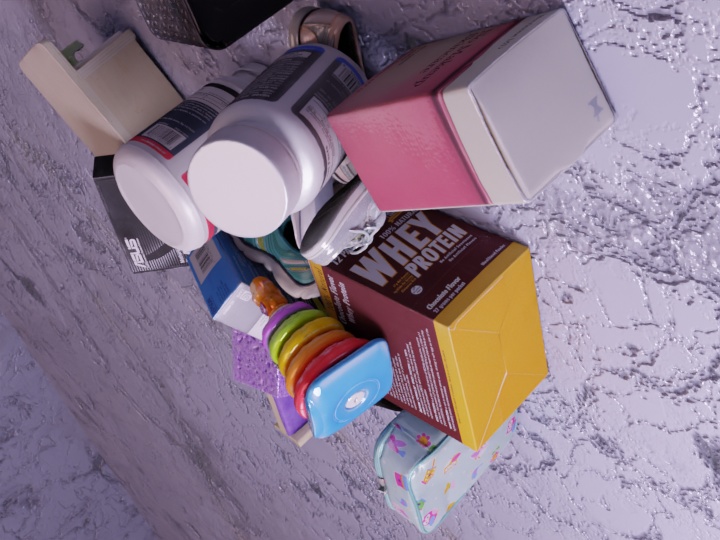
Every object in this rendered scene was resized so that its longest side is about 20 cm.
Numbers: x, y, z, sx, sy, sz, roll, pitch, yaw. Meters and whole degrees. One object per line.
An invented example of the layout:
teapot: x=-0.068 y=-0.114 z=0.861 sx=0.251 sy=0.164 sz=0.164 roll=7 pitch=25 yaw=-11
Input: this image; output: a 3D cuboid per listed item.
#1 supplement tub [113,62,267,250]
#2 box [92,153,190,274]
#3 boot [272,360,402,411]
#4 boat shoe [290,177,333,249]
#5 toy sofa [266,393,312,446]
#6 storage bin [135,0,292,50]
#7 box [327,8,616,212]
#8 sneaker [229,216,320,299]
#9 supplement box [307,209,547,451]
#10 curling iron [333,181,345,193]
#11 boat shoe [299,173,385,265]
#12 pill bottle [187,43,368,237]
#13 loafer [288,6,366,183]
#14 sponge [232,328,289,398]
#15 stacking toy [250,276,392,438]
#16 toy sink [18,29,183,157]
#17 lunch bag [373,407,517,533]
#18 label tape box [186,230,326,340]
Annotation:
supplement tub: x=-0.165 y=-0.130 z=1.200 sx=0.140 sy=0.200 sz=0.141 roll=36 pitch=152 yaw=23
box: x=-0.233 y=-0.082 z=1.404 sx=0.200 sy=0.193 sz=0.048 roll=83 pitch=178 yaw=-52
boot: x=-0.006 y=0.128 z=1.385 sx=0.154 sy=0.203 sz=0.074 roll=-153 pitch=66 yaw=-63
boat shoe: x=-0.070 y=-0.106 z=1.132 sx=0.065 sy=0.201 sz=0.074 roll=-9 pitch=163 yaw=15
toy sofa: x=-0.098 y=0.188 z=1.669 sx=0.097 sy=0.083 sz=0.200 roll=29 pitch=148 yaw=35
storage bin: x=-0.156 y=-0.324 z=0.994 sx=0.094 sy=0.135 sz=0.200 roll=19 pitch=142 yaw=44
box: x=0.089 y=-0.130 z=0.898 sx=0.200 sy=0.128 sz=0.109 roll=0 pitch=126 yaw=56
sneaker: x=-0.095 y=-0.045 z=1.307 sx=0.200 sy=0.077 sz=0.080 roll=37 pitch=133 yaw=38
supplement box: x=0.077 y=0.051 z=1.158 sx=0.200 sy=0.133 sz=0.198 roll=25 pitch=146 yaw=38
curling iron: x=-0.065 y=-0.091 z=1.299 sx=0.050 sy=0.026 sz=0.200 roll=54 pitch=153 yaw=-18
boat shoe: x=0.017 y=-0.066 z=1.016 sx=0.065 sy=0.202 sz=0.074 roll=48 pitch=138 yaw=-7
pill bottle: x=-0.071 y=-0.120 z=0.971 sx=0.113 sy=0.200 sz=0.114 roll=12 pitch=126 yaw=17
loafer: x=-0.017 y=-0.170 z=1.077 sx=0.063 sy=0.072 sz=0.200 roll=14 pitch=135 yaw=38
sponge: x=-0.146 y=0.079 z=1.550 sx=0.111 sy=0.030 sz=0.201 roll=16 pitch=111 yaw=45
stacking toy: x=-0.064 y=0.075 z=1.161 sx=0.200 sy=0.110 sz=0.116 roll=46 pitch=158 yaw=29
toy sink: x=-0.334 y=-0.241 z=1.410 sx=0.200 sy=0.112 sz=0.130 roll=50 pitch=154 yaw=-16
lunch bag: x=0.101 y=0.206 z=1.256 sx=0.077 sy=0.200 sz=0.161 roll=32 pitch=152 yaw=33
label tape box: x=-0.114 y=0.038 z=1.362 sx=0.200 sy=0.066 sz=0.143 roll=31 pitch=-165 yaw=-37
